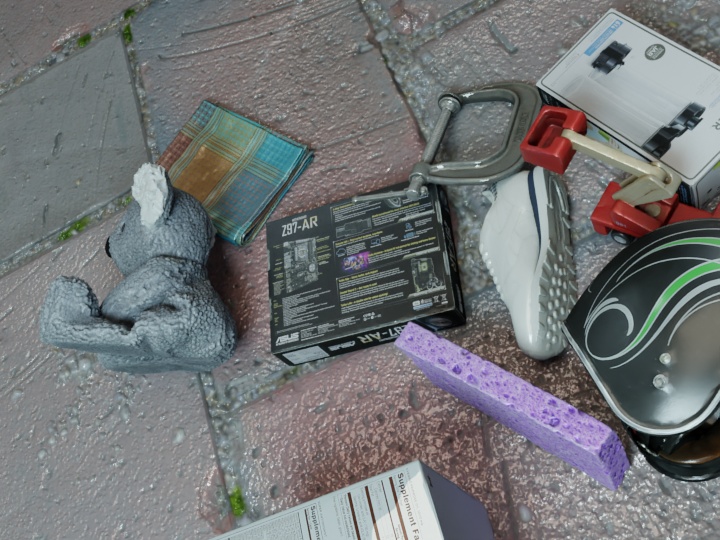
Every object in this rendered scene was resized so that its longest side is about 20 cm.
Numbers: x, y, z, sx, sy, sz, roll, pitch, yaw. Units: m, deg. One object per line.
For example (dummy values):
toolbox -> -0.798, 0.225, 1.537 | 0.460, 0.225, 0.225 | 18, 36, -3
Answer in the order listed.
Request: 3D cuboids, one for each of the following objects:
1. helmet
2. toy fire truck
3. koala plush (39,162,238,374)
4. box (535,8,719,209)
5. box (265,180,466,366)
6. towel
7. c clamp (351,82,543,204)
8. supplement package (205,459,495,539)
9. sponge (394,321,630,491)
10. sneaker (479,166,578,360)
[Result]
helmet -> 0.275, 0.055, 0.657 | 0.190, 0.200, 0.200 | -34, 56, 10
toy fire truck -> 0.250, -0.067, 0.754 | 0.200, 0.141, 0.049 | 25, 77, 32
koala plush -> -0.210, -0.001, 0.911 | 0.183, 0.177, 0.201 | 0, 71, 14
box -> 0.285, -0.159, 0.832 | 0.117, 0.060, 0.200 | -44, 56, -1
box -> 0.000, 0.000, 0.891 | 0.199, 0.044, 0.161 | -16, 60, 17
towel -> -0.169, -0.124, 1.043 | 0.200, 0.022, 0.147 | 29, 79, 33
c clamp -> 0.100, -0.140, 0.894 | 0.170, 0.027, 0.200 | 3, 45, 30
supplement package -> 0.005, 0.268, 0.667 | 0.200, 0.191, 0.147 | -24, 59, 13
sponge -> 0.131, 0.115, 0.735 | 0.200, 0.112, 0.030 | 28, 78, 33
sneaker -> 0.156, -0.005, 0.816 | 0.080, 0.076, 0.200 | -14, 55, 31
